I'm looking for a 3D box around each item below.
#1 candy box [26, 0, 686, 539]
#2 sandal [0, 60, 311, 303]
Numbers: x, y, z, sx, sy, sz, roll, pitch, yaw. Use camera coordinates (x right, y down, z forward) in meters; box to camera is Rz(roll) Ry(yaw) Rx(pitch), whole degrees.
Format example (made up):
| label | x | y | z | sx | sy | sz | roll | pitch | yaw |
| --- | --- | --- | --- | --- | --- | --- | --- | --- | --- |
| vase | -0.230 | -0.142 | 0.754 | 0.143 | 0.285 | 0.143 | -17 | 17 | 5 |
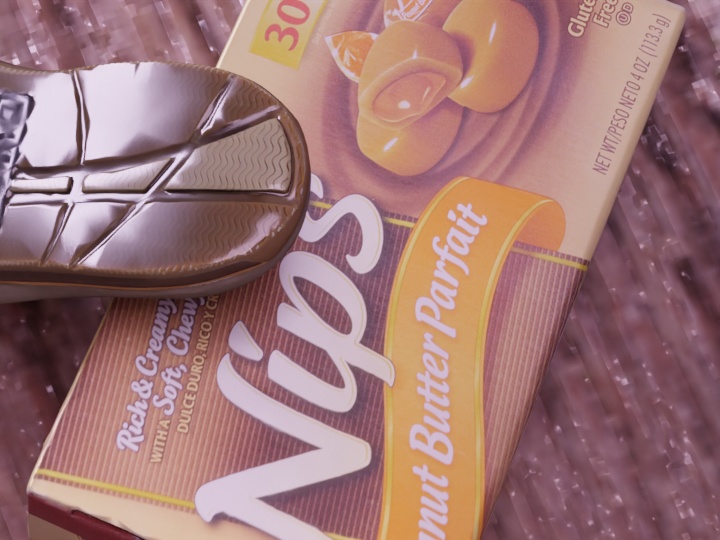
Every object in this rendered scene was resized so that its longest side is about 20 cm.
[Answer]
| label | x | y | z | sx | sy | sz | roll | pitch | yaw |
| --- | --- | --- | --- | --- | --- | --- | --- | --- | --- |
| candy box | 0.000 | 0.000 | 0.816 | 0.115 | 0.055 | 0.201 | 22 | 72 | 2 |
| sandal | -0.098 | -0.025 | 0.797 | 0.199 | 0.054 | 0.081 | 9 | 72 | 25 |
